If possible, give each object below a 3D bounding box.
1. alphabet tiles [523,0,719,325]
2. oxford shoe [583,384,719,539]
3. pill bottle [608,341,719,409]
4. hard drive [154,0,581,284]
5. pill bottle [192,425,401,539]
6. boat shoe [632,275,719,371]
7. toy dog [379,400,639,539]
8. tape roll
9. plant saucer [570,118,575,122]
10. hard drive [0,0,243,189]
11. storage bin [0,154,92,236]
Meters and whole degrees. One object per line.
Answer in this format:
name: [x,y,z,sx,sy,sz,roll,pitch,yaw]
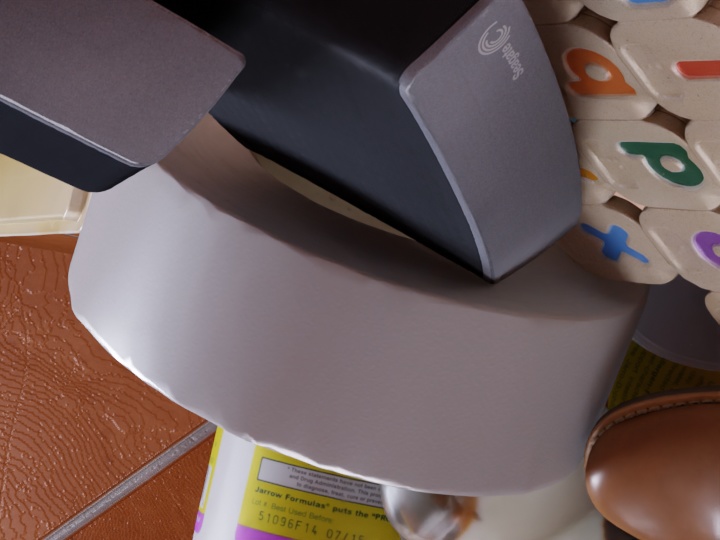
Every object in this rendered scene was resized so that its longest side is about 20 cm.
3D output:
alphabet tiles: [0.104,-0.035,0.633,0.200,0.015,0.195,48,156,-28]
oxford shoe: [0.151,0.088,0.677,0.199,0.072,0.071,15,-146,32]
pill bottle: [0.156,0.056,0.934,0.200,0.113,0.113,31,-169,40]
hard drive: [-0.004,-0.057,0.624,0.135,0.042,0.200,29,171,17]
pill bottle: [-0.003,0.041,0.928,0.104,0.201,0.104,13,179,0]
boat shoe: [0.187,-0.006,0.863,0.199,0.074,0.065,-8,-172,-13]
toy dog: [0.091,0.125,0.832,0.200,0.139,0.194,43,146,22]
tape roll: [0.000,0.000,0.770,0.202,0.071,0.203,17,-161,-6]
plant saucer: [0.080,-0.065,0.894,0.199,0.028,0.200,9,176,1]
hard drive: [-0.135,-0.082,0.567,0.200,0.042,0.135,28,172,-12]
storage bin: [-0.233,-0.078,0.958,0.199,0.094,0.198,12,176,-24]
